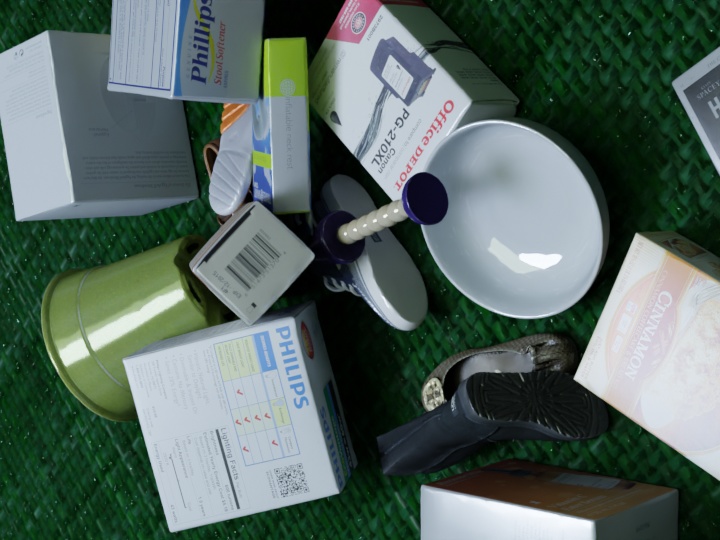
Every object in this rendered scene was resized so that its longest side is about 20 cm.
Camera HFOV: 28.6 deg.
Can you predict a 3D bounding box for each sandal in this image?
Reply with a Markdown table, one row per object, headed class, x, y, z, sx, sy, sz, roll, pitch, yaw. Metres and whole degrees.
| class | x | y | z | sx | sy | sz | roll | pitch | yaw |
| --- | --- | --- | --- | --- | --- | --- | --- | --- | --- |
| sandal | -0.120 | -0.153 | 1.606 | 0.079 | 0.059 | 0.209 | 0 | 70 | 43 |

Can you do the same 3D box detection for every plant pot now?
| class | x | y | z | sx | sy | sz | roll | pitch | yaw |
| --- | --- | --- | --- | --- | --- | --- | --- | --- | --- |
| plant pot | -0.242 | 0.052 | 1.686 | 0.189 | 0.199 | 0.202 | -27 | 76 | 26 |

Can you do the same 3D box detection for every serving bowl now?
| class | x | y | z | sx | sy | sz | roll | pitch | yaw |
| --- | --- | --- | --- | --- | --- | --- | --- | --- | --- |
| serving bowl | 0.156 | -0.057 | 1.365 | 0.198 | 0.066 | 0.203 | 16 | 121 | 29 |

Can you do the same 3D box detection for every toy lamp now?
| class | x | y | z | sx | sy | sz | roll | pitch | yaw |
| --- | --- | --- | --- | --- | --- | --- | --- | --- | --- |
| toy lamp | 0.011 | -0.046 | 1.414 | 0.199 | 0.058 | 0.059 | -19 | 81 | 54 |

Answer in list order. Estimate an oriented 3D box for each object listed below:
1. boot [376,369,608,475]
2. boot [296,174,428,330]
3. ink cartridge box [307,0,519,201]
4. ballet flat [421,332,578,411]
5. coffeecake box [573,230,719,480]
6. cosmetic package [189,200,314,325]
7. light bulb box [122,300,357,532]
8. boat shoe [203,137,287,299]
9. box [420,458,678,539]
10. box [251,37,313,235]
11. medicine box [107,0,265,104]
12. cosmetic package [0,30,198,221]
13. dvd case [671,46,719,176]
| class | x | y | z | sx | sy | sz | roll | pitch | yaw |
| --- | --- | --- | --- | --- | --- | --- | --- | --- | --- |
| boot | 0.127 | 0.162 | 1.408 | 0.200 | 0.163 | 0.066 | 133 | 144 | -54 |
| boot | 0.000 | 0.000 | 1.530 | 0.091 | 0.072 | 0.201 | -52 | 53 | 37 |
| ink cartridge box | 0.046 | -0.179 | 1.454 | 0.200 | 0.084 | 0.146 | 50 | 125 | 27 |
| ballet flat | 0.131 | 0.107 | 1.430 | 0.199 | 0.046 | 0.068 | -21 | 80 | 41 |
| coffeecake box | 0.309 | 0.079 | 1.251 | 0.199 | 0.073 | 0.155 | 35 | 115 | 34 |
| cosmetic package | -0.120 | -0.010 | 1.507 | 0.087 | 0.200 | 0.104 | 43 | 85 | -6 |
| light bulb box | -0.127 | 0.157 | 1.543 | 0.197 | 0.125 | 0.201 | -14 | 95 | 11 |
| boat shoe | -0.137 | -0.060 | 1.640 | 0.072 | 0.067 | 0.203 | -24 | 78 | 40 |
| box | 0.177 | 0.255 | 1.332 | 0.198 | 0.151 | 0.108 | 5 | 98 | 41 |
| box | -0.085 | -0.142 | 1.496 | 0.122 | 0.047 | 0.203 | -154 | 62 | -74 |
| medicine box | -0.185 | -0.274 | 1.496 | 0.199 | 0.102 | 0.185 | 17 | 104 | 58 |
| cosmetic package | -0.318 | -0.170 | 1.705 | 0.122 | 0.198 | 0.203 | -14 | 84 | 40 |
| dvd case | 0.371 | -0.118 | 1.211 | 0.150 | 0.025 | 0.202 | -37 | 70 | 37 |
